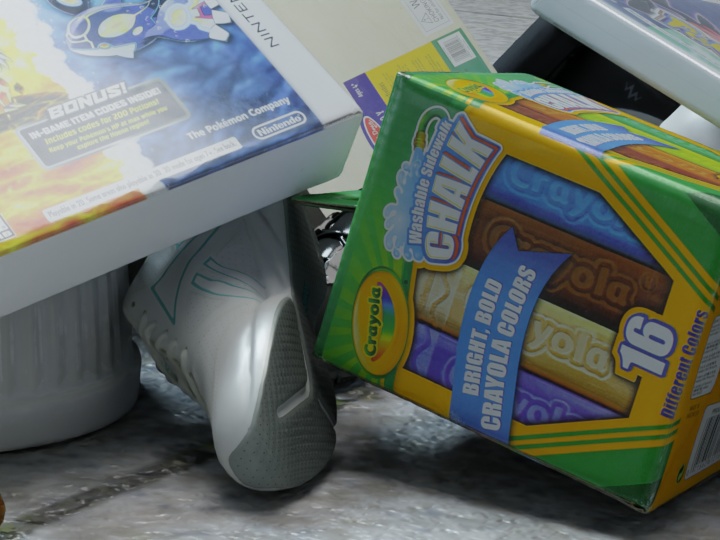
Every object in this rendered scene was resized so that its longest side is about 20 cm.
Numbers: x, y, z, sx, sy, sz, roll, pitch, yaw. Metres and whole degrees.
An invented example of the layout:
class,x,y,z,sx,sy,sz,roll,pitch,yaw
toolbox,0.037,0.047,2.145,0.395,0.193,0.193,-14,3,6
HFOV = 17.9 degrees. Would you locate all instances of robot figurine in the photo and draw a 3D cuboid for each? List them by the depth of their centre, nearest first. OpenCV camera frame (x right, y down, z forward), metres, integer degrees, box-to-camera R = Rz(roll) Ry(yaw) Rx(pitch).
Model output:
class,x,y,z,sx,sy,sz,roll,pitch,yaw
robot figurine,0.149,-0.103,1.300,0.125,0.200,0.150,44,35,0

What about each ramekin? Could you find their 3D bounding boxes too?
class,x,y,z,sx,sy,sz,roll,pitch,yaw
ramekin,-0.192,0.002,0.984,0.198,0.106,0.200,3,12,-1

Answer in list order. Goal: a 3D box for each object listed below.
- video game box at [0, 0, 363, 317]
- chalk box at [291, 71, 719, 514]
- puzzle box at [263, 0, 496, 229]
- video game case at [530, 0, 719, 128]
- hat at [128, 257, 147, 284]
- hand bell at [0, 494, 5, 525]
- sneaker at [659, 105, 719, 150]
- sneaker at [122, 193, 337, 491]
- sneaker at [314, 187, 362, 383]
class,x,y,z,sx,sy,sz,roll,pitch,yaw
video game box,-0.128,-0.083,0.931,0.199,0.047,0.182,-24,60,-36
chalk box,0.069,-0.007,0.924,0.199,0.125,0.125,25,16,24
puzzle box,-0.011,-0.110,1.166,0.132,0.201,0.025,-27,-15,-27
video game case,0.199,-0.074,1.008,0.200,0.023,0.182,36,21,34
hat,-0.100,-0.076,1.106,0.199,0.202,0.081,10,39,30
hand bell,-0.194,0.076,0.739,0.104,0.105,0.199,14,4,41
sneaker,0.219,-0.005,1.089,0.200,0.081,0.076,51,21,17
sneaker,-0.055,0.030,0.944,0.080,0.071,0.201,-16,30,6
sneaker,0.000,0.000,1.075,0.199,0.092,0.076,-10,20,-43
